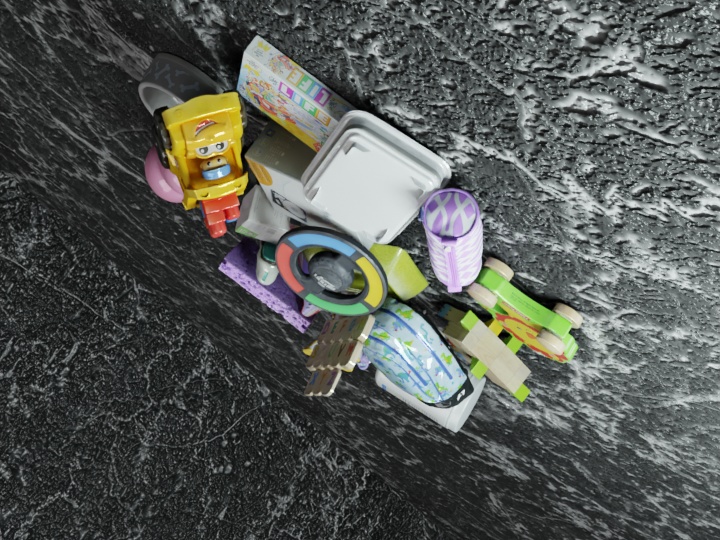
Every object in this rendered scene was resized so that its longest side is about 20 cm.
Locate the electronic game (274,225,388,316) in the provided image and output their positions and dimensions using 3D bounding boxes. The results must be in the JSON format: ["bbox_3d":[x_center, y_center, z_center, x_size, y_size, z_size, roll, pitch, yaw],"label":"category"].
[{"bbox_3d":[-0.048,0.003,1.562,0.196,0.042,0.202,16,143,12],"label":"electronic game"}]

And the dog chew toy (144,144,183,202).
[{"bbox_3d":[-0.315,-0.189,1.765,0.124,0.126,0.199,44,159,-27],"label":"dog chew toy"}]

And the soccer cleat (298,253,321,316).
[{"bbox_3d":[-0.096,0.004,1.808,0.066,0.076,0.201,39,-162,-34],"label":"soccer cleat"}]

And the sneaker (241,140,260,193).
[{"bbox_3d":[-0.202,-0.180,1.682,0.103,0.061,0.200,26,164,13],"label":"sneaker"}]

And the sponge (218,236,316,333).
[{"bbox_3d":[-0.161,0.024,1.799,0.199,0.112,0.030,37,118,-3],"label":"sponge"}]

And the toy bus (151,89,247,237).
[{"bbox_3d":[-0.224,-0.152,1.438,0.200,0.133,0.196,150,105,-75],"label":"toy bus"}]

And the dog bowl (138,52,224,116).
[{"bbox_3d":[-0.285,-0.270,1.613,0.198,0.059,0.201,33,162,12],"label":"dog bowl"}]

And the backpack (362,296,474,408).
[{"bbox_3d":[0.086,0.139,1.674,0.163,0.152,0.202,31,148,54],"label":"backpack"}]

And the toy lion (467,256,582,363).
[{"bbox_3d":[0.254,0.074,1.509,0.198,0.069,0.192,34,170,5],"label":"toy lion"}]

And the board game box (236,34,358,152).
[{"bbox_3d":[-0.083,-0.234,1.370,0.199,0.034,0.134,36,162,-2],"label":"board game box"}]

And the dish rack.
[{"bbox_3d":[0.013,-0.116,1.340,0.170,0.044,0.200,29,142,-12],"label":"dish rack"}]

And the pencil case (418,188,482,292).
[{"bbox_3d":[0.133,-0.042,1.360,0.082,0.087,0.200,-6,160,8],"label":"pencil case"}]

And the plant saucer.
[{"bbox_3d":[0.000,0.000,1.649,0.196,0.049,0.200,10,165,20],"label":"plant saucer"}]

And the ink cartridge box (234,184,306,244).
[{"bbox_3d":[-0.110,-0.080,1.700,0.197,0.069,0.117,17,167,-16],"label":"ink cartridge box"}]

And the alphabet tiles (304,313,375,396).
[{"bbox_3d":[-0.038,0.126,1.673,0.014,0.198,0.199,31,162,-18],"label":"alphabet tiles"}]

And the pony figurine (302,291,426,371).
[{"bbox_3d":[0.005,0.087,1.819,0.190,0.202,0.167,5,148,31],"label":"pony figurine"}]

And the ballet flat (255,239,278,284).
[{"bbox_3d":[-0.162,-0.036,1.787,0.069,0.069,0.201,39,-156,-14],"label":"ballet flat"}]

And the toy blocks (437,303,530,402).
[{"bbox_3d":[0.208,0.136,1.712,0.200,0.100,0.136,43,172,-24],"label":"toy blocks"}]

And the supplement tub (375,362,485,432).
[{"bbox_3d":[0.141,0.223,1.966,0.198,0.133,0.132,30,162,15],"label":"supplement tub"}]

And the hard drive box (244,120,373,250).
[{"bbox_3d":[-0.067,-0.132,1.530,0.198,0.077,0.157,25,160,28],"label":"hard drive box"}]
